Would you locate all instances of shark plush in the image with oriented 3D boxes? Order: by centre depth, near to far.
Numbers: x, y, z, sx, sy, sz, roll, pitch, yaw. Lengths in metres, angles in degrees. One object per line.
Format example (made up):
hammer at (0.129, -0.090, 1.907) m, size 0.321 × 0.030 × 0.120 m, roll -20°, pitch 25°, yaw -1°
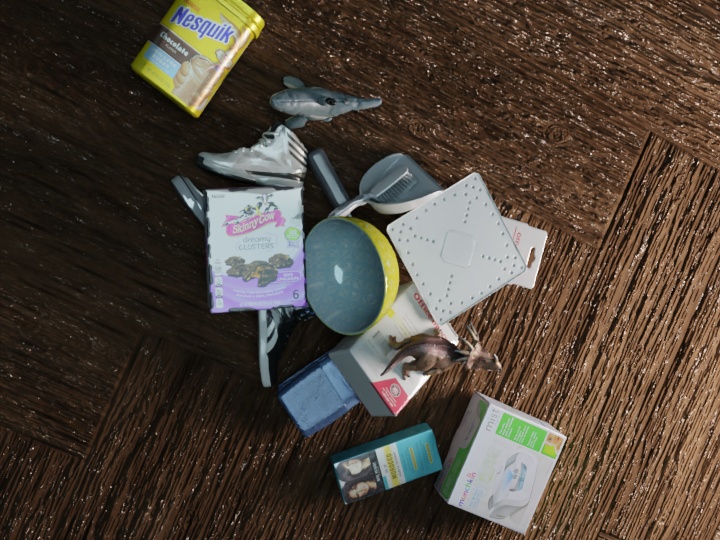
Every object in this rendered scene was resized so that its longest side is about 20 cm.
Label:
shark plush at (-0.063, -0.285, 1.402) m, size 0.196 × 0.083 × 0.093 m, roll 11°, pitch 92°, yaw -11°

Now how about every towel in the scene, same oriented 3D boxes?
towel at (-0.049, 0.209, 1.462) m, size 0.198 × 0.049 × 0.113 m, roll -33°, pitch 98°, yaw -8°

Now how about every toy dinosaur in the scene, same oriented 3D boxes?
toy dinosaur at (0.129, 0.135, 1.336) m, size 0.196 × 0.135 × 0.088 m, roll -1°, pitch 81°, yaw -31°

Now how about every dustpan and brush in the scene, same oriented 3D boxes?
dustpan and brush at (0.030, -0.134, 1.404) m, size 0.199 × 0.140 × 0.058 m, roll -37°, pitch 138°, yaw -5°

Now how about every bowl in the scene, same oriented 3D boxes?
bowl at (0.000, 0.000, 1.376) m, size 0.107 × 0.197 × 0.205 m, roll -17°, pitch 99°, yaw -47°

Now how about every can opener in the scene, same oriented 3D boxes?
can opener at (-0.046, -0.120, 1.433) m, size 0.066 × 0.053 × 0.203 m, roll -27°, pitch 98°, yaw -12°

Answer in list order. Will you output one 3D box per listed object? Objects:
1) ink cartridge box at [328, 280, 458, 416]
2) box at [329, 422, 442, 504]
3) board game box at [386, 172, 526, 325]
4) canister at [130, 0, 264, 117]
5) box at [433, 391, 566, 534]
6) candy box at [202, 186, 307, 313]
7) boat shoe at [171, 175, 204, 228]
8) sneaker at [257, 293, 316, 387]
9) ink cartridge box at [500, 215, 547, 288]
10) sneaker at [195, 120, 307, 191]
ink cartridge box at (0.062, 0.139, 1.424) m, size 0.200 × 0.083 × 0.146 m, roll -42°, pitch 102°, yaw -30°
box at (0.048, 0.359, 1.491) m, size 0.196 × 0.049 × 0.084 m, roll -18°, pitch 97°, yaw -9°
board game box at (0.171, -0.039, 1.423) m, size 0.198 × 0.026 × 0.203 m, roll -31°, pitch 96°, yaw -9°
canister at (-0.277, -0.383, 1.355) m, size 0.147 × 0.087 × 0.202 m, roll 35°, pitch 89°, yaw -11°
box at (0.261, 0.361, 1.509) m, size 0.174 × 0.097 × 0.203 m, roll 25°, pitch 91°, yaw -14°
candy box at (-0.178, -0.038, 1.343) m, size 0.164 × 0.071 × 0.205 m, roll -3°, pitch 95°, yaw -14°
boat shoe at (-0.246, -0.095, 1.391) m, size 0.066 × 0.072 × 0.201 m, roll -42°, pitch 101°, yaw -9°
sneaker at (-0.129, 0.105, 1.426) m, size 0.109 × 0.073 × 0.205 m, roll -2°, pitch 93°, yaw -9°
ink cartridge box at (0.235, -0.046, 1.485) m, size 0.196 × 0.067 × 0.118 m, roll 16°, pitch 91°, yaw -11°
sneaker at (-0.185, -0.209, 1.393) m, size 0.196 × 0.075 × 0.118 m, roll 10°, pitch 92°, yaw -20°
